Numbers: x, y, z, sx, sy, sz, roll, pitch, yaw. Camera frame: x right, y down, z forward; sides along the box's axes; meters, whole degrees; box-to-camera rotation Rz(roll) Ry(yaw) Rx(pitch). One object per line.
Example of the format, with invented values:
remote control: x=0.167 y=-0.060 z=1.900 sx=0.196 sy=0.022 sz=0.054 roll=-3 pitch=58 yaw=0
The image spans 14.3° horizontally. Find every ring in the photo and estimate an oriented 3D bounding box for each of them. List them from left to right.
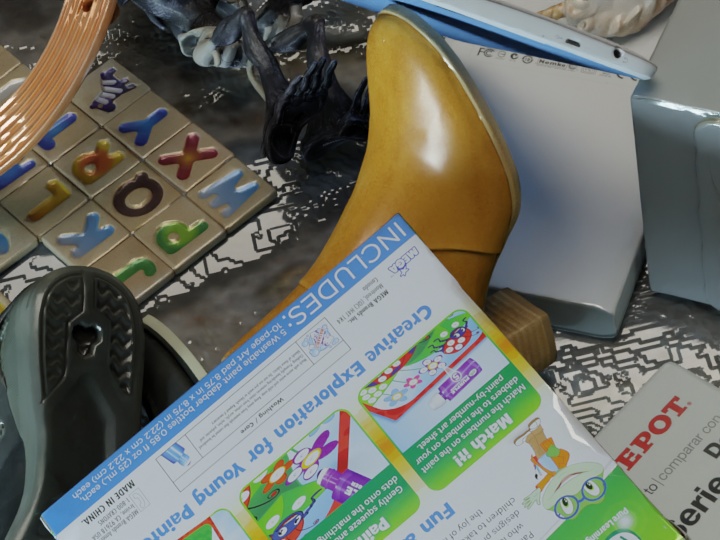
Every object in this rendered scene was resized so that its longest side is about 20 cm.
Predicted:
ring: x=-0.183 y=-0.127 z=1.425 sx=0.200 sy=0.019 sz=0.200 roll=-22 pitch=57 yaw=38

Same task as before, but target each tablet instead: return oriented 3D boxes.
tablet: x=0.034 y=-0.117 z=1.276 sx=0.200 sy=0.130 sz=0.014 roll=24 pitch=96 yaw=65

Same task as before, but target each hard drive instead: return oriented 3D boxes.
hard drive: x=0.089 y=-0.063 z=1.386 sx=0.132 sy=0.026 sz=0.200 roll=11 pitch=55 yaw=19

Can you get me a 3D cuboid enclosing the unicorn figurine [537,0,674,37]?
unicorn figurine: x=0.156 y=-0.194 z=1.397 sx=0.200 sy=0.137 sz=0.074 roll=-26 pitch=39 yaw=-30

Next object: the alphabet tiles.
alphabet tiles: x=-0.167 y=-0.042 z=1.430 sx=0.167 sy=0.008 sz=0.200 roll=-39 pitch=56 yaw=-19

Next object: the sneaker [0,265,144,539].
sneaker: x=-0.145 y=0.104 z=1.273 sx=0.076 sy=0.114 sz=0.200 roll=5 pitch=78 yaw=-25

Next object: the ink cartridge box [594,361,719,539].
ink cartridge box: x=0.161 y=0.148 z=1.169 sx=0.200 sy=0.083 sz=0.147 roll=30 pitch=62 yaw=30

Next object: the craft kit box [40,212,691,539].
craft kit box: x=0.002 y=0.109 z=1.157 sx=0.200 sy=0.049 sz=0.198 roll=-40 pitch=56 yaw=0

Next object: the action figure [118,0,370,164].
action figure: x=-0.060 y=-0.142 z=1.423 sx=0.102 sy=0.119 sz=0.200 roll=-54 pitch=56 yaw=21

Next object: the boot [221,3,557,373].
boot: x=0.000 y=0.000 z=1.247 sx=0.144 sy=0.201 sz=0.071 roll=-30 pitch=28 yaw=-19

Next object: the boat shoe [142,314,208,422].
boat shoe: x=-0.065 y=0.096 z=1.258 sx=0.063 sy=0.074 sz=0.201 roll=-34 pitch=51 yaw=-3

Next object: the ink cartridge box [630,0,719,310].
ink cartridge box: x=0.226 y=-0.087 z=1.303 sx=0.145 sy=0.145 sz=0.200 roll=16 pitch=57 yaw=21
